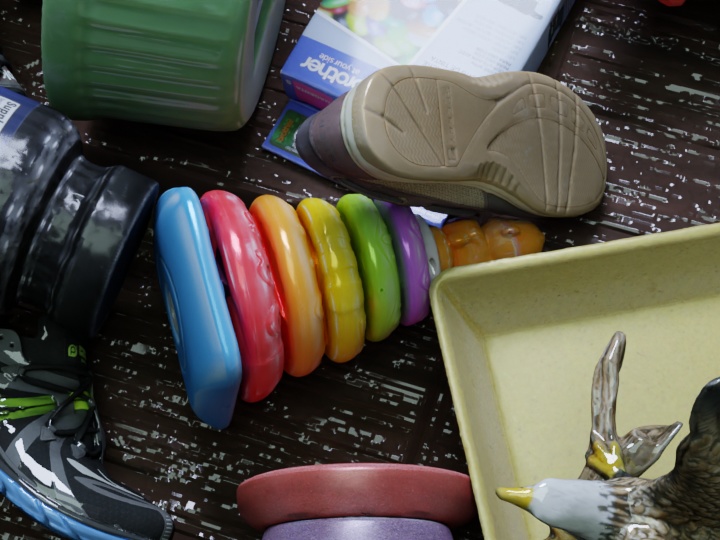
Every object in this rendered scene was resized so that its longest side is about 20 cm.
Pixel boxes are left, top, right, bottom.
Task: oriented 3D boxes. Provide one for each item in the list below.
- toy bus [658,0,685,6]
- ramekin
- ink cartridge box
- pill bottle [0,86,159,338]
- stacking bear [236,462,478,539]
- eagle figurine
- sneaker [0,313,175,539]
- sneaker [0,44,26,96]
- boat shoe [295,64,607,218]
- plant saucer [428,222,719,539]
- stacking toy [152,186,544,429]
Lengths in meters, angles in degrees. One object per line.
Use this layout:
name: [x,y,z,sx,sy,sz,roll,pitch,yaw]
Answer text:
toy bus: [0.200,-0.209,0.875,0.192,0.136,0.200,-52,30,-7]
ramekin: [-0.090,-0.167,0.893,0.098,0.200,0.200,12,72,2]
ink cartridge box: [0.040,-0.133,0.949,0.119,0.042,0.200,26,77,13]
pill bottle: [-0.207,-0.044,0.849,0.200,0.112,0.112,23,74,-2]
stacking bear: [-0.001,0.197,0.805,0.121,0.114,0.200,-2,75,4]
eagle figurine: [0.129,0.106,0.700,0.151,0.200,0.152,-19,92,-19]
sneaker: [-0.164,0.069,0.879,0.083,0.071,0.200,-44,70,-4]
sneaker: [-0.228,-0.123,0.952,0.098,0.071,0.201,2,73,6]
boat shoe: [0.050,-0.062,0.863,0.065,0.200,0.072,-5,86,42]
plant saucer: [0.147,0.084,0.848,0.200,0.048,0.200,-9,69,-7]
stacking toy: [0.000,0.000,0.882,0.200,0.116,0.110,-12,73,-11]
